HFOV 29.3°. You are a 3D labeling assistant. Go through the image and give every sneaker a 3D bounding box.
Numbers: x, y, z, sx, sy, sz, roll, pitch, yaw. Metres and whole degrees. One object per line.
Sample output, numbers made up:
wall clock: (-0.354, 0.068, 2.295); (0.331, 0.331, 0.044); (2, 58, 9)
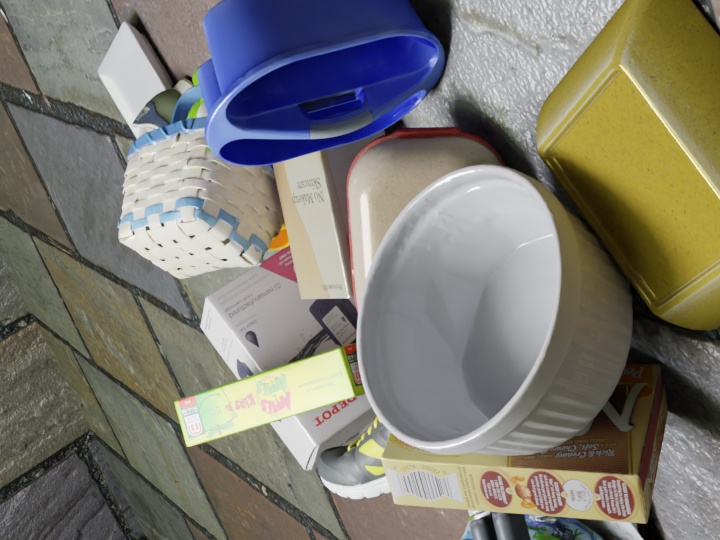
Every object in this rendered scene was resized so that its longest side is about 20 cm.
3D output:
sneaker: (0.034, 0.163, 1.318); (0.198, 0.074, 0.086); (-12, 105, 38)
sneaker: (-0.192, -0.109, 1.570); (0.067, 0.089, 0.202); (7, 126, 61)

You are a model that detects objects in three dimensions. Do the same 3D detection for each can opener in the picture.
can opener: (0.112, 0.226, 1.188); (0.052, 0.066, 0.203); (-30, 68, 41)

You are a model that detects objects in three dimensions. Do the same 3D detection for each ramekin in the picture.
ramekin: (0.099, 0.037, 0.975); (0.104, 0.202, 0.199); (20, -175, -39)

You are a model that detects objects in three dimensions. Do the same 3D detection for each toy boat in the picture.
toy boat: (0.059, -0.028, 1.127); (0.131, 0.128, 0.203); (-72, -19, -66)

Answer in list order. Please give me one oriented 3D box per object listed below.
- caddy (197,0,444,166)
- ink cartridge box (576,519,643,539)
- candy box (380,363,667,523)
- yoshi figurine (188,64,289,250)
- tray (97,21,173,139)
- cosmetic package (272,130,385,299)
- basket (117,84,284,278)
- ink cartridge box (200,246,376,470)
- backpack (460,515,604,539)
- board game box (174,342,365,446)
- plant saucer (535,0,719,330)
caddy: (-0.033, -0.148, 1.054); (0.142, 0.198, 0.106); (110, 138, -61)
ink cartridge box: (0.189, 0.177, 1.227); (0.200, 0.057, 0.162); (45, 164, -25)
candy box: (0.126, 0.126, 1.048); (0.197, 0.116, 0.056); (1, 130, 22)
yoshi figurine: (-0.139, -0.112, 1.429); (0.112, 0.111, 0.202); (43, -152, -72)
tray: (-0.269, -0.229, 1.670); (0.108, 0.022, 0.200); (58, 158, -3)
cosmetic package: (-0.024, -0.079, 1.202); (0.105, 0.070, 0.203); (-6, 97, 63)
basket: (-0.137, -0.099, 1.294); (0.175, 0.203, 0.138); (-8, 151, 44)
ink cartridge box: (-0.055, 0.086, 1.463); (0.201, 0.144, 0.085); (52, 156, 14)
backpack: (0.170, 0.294, 1.267); (0.198, 0.155, 0.164); (-5, 137, 36)
board game box: (-0.070, 0.116, 1.326); (0.198, 0.101, 0.048); (-19, 85, 29)
plant saucer: (0.193, -0.059, 0.877); (0.201, 0.048, 0.200); (55, 157, 8)
